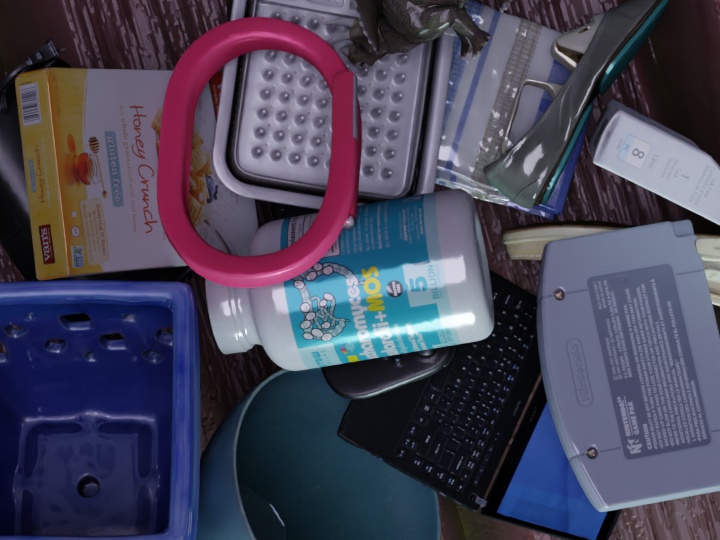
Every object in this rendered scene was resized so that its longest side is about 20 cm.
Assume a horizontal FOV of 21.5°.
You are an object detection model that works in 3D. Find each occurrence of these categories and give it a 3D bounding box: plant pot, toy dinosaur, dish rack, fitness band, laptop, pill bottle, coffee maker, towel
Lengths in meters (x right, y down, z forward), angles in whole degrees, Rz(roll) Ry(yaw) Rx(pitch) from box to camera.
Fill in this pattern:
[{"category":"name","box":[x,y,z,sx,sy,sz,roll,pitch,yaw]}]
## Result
[{"category":"plant pot","box":[-0.055,0.189,1.459,0.134,0.200,0.201,-31,93,42]},{"category":"toy dinosaur","box":[0.060,-0.213,1.348,0.102,0.077,0.201,31,105,-8]},{"category":"dish rack","box":[-0.021,-0.143,1.420,0.170,0.044,0.202,9,84,-11]},{"category":"fitness band","box":[-0.071,-0.085,1.340,0.142,0.037,0.202,0,71,9]},{"category":"laptop","box":[0.115,0.088,1.429,0.199,0.103,0.178,30,72,-8]},{"category":"pill bottle","box":[-0.008,0.011,1.371,0.198,0.111,0.112,-10,95,8]},{"category":"coffee maker","box":[-0.223,-0.046,1.434,0.134,0.192,0.201,-36,93,-9]},{"category":"towel","box":[0.080,-0.134,1.467,0.198,0.024,0.148,17,85,-3]},{"category":"plant pot","box":[-0.207,0.132,1.352,0.198,0.180,0.202,-1,65,1]}]

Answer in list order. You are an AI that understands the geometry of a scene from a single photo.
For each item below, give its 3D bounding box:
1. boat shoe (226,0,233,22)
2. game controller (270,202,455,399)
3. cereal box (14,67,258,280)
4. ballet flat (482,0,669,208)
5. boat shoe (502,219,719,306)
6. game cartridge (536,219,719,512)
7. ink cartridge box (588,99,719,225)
[{"category":"boat shoe","box":[-0.067,-0.167,1.473,0.064,0.073,0.202,-4,93,-11]},{"category":"game controller","box":[0.000,0.000,1.453,0.104,0.042,0.201,-17,65,-4]},{"category":"cereal box","box":[-0.156,-0.072,1.371,0.039,0.199,0.145,-7,90,39]},{"category":"ballet flat","box":[0.159,-0.142,1.431,0.063,0.067,0.201,31,83,7]},{"category":"boat shoe","box":[0.207,-0.002,1.461,0.198,0.072,0.066,5,95,-1]},{"category":"game cartridge","box":[0.199,0.070,1.388,0.132,0.040,0.202,-8,77,-9]},{"category":"ink cartridge box","box":[0.266,-0.062,1.403,0.199,0.160,0.048,25,99,2]}]
